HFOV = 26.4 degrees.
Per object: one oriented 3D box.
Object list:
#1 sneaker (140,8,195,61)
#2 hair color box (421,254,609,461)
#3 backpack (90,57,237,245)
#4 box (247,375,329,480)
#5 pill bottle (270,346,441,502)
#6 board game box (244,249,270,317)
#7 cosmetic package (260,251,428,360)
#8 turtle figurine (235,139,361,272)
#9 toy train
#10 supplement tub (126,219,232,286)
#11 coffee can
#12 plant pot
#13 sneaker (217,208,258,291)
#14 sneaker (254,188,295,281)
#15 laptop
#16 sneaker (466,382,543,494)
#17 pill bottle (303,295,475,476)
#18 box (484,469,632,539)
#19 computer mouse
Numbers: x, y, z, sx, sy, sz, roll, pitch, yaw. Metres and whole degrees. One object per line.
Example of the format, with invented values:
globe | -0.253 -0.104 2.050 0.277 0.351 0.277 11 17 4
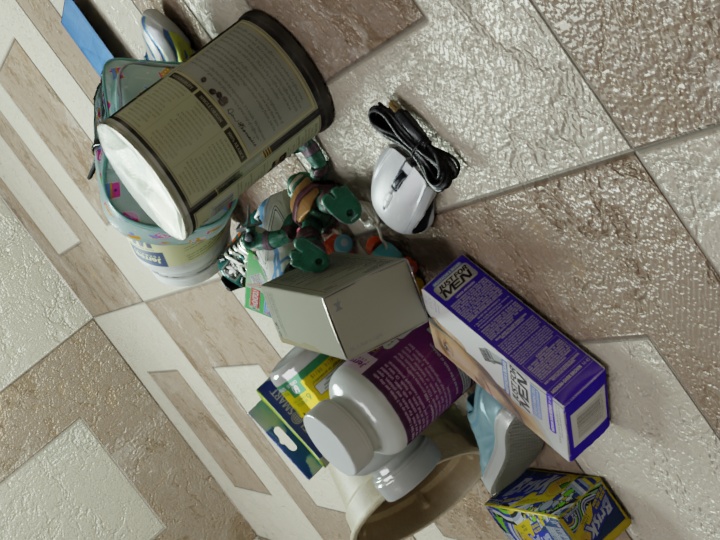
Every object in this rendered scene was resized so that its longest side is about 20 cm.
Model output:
sneaker | -0.234 -0.208 1.828 0.075 0.105 0.201 31 154 47
hair color box | 0.153 0.086 1.516 0.200 0.065 0.110 42 161 33
backpack | -0.211 -0.132 1.710 0.153 0.173 0.203 165 107 -73
box | -0.030 0.138 1.842 0.122 0.200 0.048 44 171 18
pill bottle | -0.001 0.160 1.745 0.201 0.113 0.113 50 163 -5
board game box | -0.080 0.026 1.944 0.133 0.029 0.200 23 159 3
cosmetic package | -0.020 0.033 1.611 0.200 0.103 0.074 11 123 68
turtle figurine | -0.063 -0.077 1.683 0.200 0.099 0.151 -131 54 -61
toy train | 0.000 0.000 1.740 0.151 0.055 0.200 50 163 4
supplement tub | -0.255 -0.089 2.053 0.145 0.145 0.201 37 158 37
coffee can | -0.148 -0.149 1.572 0.146 0.199 0.147 44 161 20
plant pot | 0.028 0.217 1.919 0.184 0.199 0.201 54 166 26
sneaker | -0.143 -0.018 2.017 0.072 0.080 0.200 48 162 8
sneaker | -0.087 -0.006 1.782 0.072 0.072 0.202 31 -144 -36
laptop | -0.385 -0.247 2.100 0.115 0.202 0.187 19 172 -11
sneaker | 0.153 0.170 1.687 0.082 0.073 0.201 50 155 28
pill bottle | 0.037 0.125 1.644 0.112 0.200 0.113 41 156 22
box | 0.216 0.271 1.711 0.065 0.070 0.200 54 162 -8
computer mouse | 0.042 -0.082 1.490 0.110 0.044 0.200 45 162 16
